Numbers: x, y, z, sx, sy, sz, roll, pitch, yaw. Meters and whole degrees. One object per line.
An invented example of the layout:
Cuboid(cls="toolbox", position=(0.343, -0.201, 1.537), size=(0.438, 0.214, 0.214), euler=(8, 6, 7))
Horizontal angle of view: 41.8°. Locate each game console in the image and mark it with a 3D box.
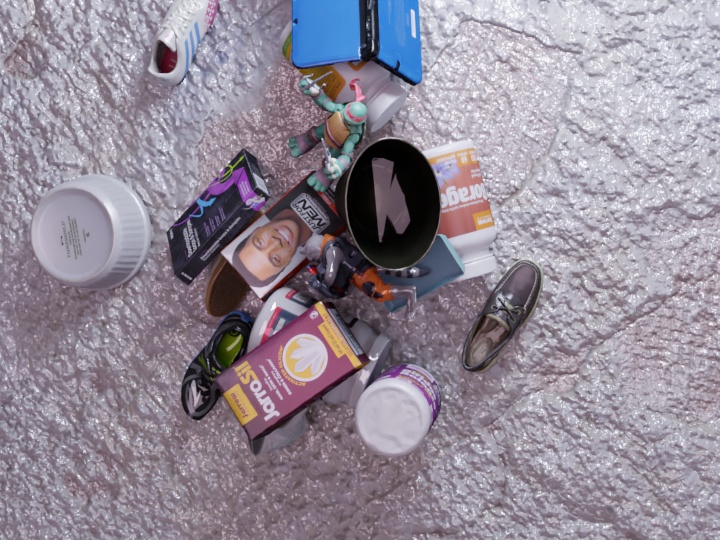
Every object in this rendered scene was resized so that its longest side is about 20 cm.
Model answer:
Cuboid(cls="game console", position=(-0.004, -0.374, 1.418), size=(0.118, 0.170, 0.202), euler=(-20, 61, 39))

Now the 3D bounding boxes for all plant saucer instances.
Cuboid(cls="plant saucer", position=(0.086, 0.005, 1.449), size=(0.070, 0.019, 0.200), euler=(56, 143, -1))

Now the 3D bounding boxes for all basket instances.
Cuboid(cls="basket", position=(0.029, -0.103, 1.378), size=(0.134, 0.200, 0.183), euler=(-7, 99, -9))

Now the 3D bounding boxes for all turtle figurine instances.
Cuboid(cls="turtle figurine", position=(-0.041, -0.203, 1.397), size=(0.100, 0.200, 0.151), euler=(-8, 73, -24))

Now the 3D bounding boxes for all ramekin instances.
Cuboid(cls="ramekin", position=(-0.462, -0.062, 1.588), size=(0.200, 0.094, 0.205), euler=(1, 95, 12))

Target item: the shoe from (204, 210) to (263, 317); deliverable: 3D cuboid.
Cuboid(cls="shoe", position=(-0.210, -0.019, 1.561), size=(0.069, 0.053, 0.202), euler=(15, 104, -31))

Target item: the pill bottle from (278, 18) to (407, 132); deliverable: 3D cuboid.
Cuboid(cls="pill bottle", position=(-0.024, -0.314, 1.459), size=(0.111, 0.111, 0.200), euler=(-45, 85, 12))

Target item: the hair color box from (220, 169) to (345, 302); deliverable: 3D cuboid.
Cuboid(cls="hair color box", position=(-0.114, -0.054, 1.500), size=(0.200, 0.061, 0.102), euler=(-43, 85, -4))

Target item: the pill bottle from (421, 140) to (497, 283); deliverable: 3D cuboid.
Cuboid(cls="pill bottle", position=(0.144, -0.088, 1.440), size=(0.111, 0.112, 0.202), euler=(-15, 91, 13))

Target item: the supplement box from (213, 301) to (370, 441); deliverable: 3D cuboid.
Cuboid(cls="supplement box", position=(-0.099, 0.146, 1.379), size=(0.199, 0.086, 0.111), euler=(-36, 81, 7))

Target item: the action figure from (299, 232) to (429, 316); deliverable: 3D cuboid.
Cuboid(cls="action figure", position=(0.000, 0.000, 1.439), size=(0.192, 0.200, 0.105), euler=(28, 98, 2))

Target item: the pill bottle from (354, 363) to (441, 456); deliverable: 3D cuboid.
Cuboid(cls="pill bottle", position=(0.064, 0.204, 1.436), size=(0.111, 0.200, 0.114), euler=(1, 96, 12))

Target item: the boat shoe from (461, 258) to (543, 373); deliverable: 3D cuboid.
Cuboid(cls="boat shoe", position=(0.220, 0.075, 1.459), size=(0.073, 0.065, 0.202), euler=(29, 99, 10))

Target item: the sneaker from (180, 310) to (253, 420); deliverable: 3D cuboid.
Cuboid(cls="sneaker", position=(-0.242, 0.160, 1.558), size=(0.070, 0.083, 0.201), euler=(29, 102, -10))

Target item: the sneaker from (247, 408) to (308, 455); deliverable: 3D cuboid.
Cuboid(cls="sneaker", position=(-0.117, 0.232, 1.508), size=(0.201, 0.079, 0.071), euler=(-52, 49, 50))

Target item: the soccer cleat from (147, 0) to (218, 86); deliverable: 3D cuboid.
Cuboid(cls="soccer cleat", position=(-0.287, -0.395, 1.525), size=(0.069, 0.086, 0.202), euler=(23, 99, 10))

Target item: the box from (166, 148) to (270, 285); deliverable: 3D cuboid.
Cuboid(cls="box", position=(-0.233, -0.088, 1.516), size=(0.036, 0.143, 0.200), euler=(35, 105, -32))

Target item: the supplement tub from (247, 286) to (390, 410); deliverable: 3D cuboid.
Cuboid(cls="supplement tub", position=(-0.066, 0.124, 1.490), size=(0.198, 0.140, 0.142), euler=(24, 99, 10))
